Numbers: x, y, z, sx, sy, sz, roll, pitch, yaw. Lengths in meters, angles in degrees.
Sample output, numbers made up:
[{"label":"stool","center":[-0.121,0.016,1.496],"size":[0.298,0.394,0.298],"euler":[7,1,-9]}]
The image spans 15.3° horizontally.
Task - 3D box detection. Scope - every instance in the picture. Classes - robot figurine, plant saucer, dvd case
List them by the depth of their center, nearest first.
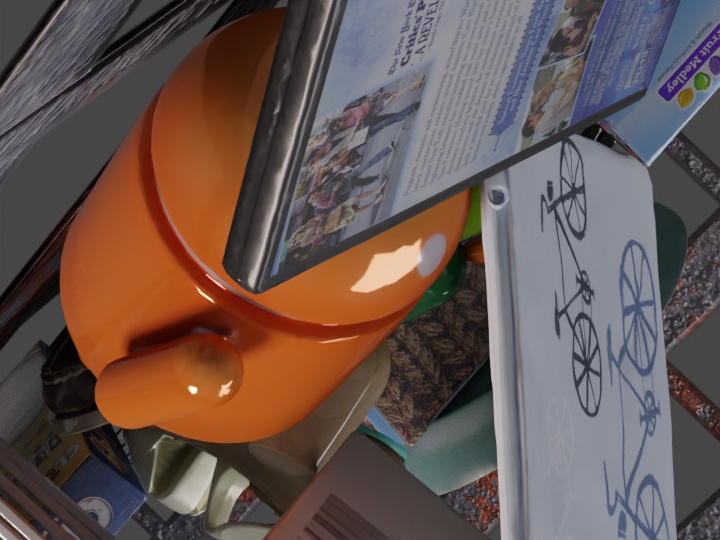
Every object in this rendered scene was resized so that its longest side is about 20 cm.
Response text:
[{"label":"dvd case","center":[0.043,-0.083,0.786],"size":[0.200,0.018,0.143],"euler":[-28,145,-44]},{"label":"robot figurine","center":[-0.034,-0.013,0.921],"size":[0.143,0.117,0.200],"euler":[-18,163,-32]},{"label":"plant saucer","center":[0.069,0.029,1.283],"size":[0.200,0.027,0.200],"euler":[-36,-160,16]}]

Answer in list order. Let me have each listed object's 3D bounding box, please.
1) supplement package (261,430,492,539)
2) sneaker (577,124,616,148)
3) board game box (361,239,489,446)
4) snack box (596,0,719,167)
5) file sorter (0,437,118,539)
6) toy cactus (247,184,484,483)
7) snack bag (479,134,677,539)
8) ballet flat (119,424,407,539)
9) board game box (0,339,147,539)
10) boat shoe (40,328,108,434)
[{"label":"supplement package","center":[-0.021,0.199,0.984],"size":[0.200,0.150,0.152],"euler":[-52,178,24]},{"label":"sneaker","center":[0.114,-0.114,1.189],"size":[0.200,0.077,0.089],"euler":[-40,-163,1]},{"label":"board game box","center":[0.000,-0.009,1.309],"size":[0.160,0.097,0.200],"euler":[-48,-160,-19]},{"label":"snack box","center":[0.117,-0.154,1.073],"size":[0.169,0.068,0.200],"euler":[-47,-152,8]},{"label":"file sorter","center":[-0.156,0.139,1.002],"size":[0.125,0.139,0.200],"euler":[-49,179,-1]},{"label":"toy cactus","center":[0.000,0.000,1.051],"size":[0.199,0.102,0.166],"euler":[-5,-127,56]},{"label":"snack bag","center":[0.077,0.043,0.958],"size":[0.021,0.190,0.200],"euler":[-6,172,21]},{"label":"ballet flat","center":[-0.060,0.079,1.135],"size":[0.070,0.070,0.199],"euler":[-47,-147,-20]},{"label":"board game box","center":[-0.183,0.137,1.167],"size":[0.200,0.035,0.136],"euler":[-48,-155,4]},{"label":"boat shoe","center":[-0.077,-0.003,1.145],"size":[0.071,0.060,0.200],"euler":[-5,-152,39]}]
